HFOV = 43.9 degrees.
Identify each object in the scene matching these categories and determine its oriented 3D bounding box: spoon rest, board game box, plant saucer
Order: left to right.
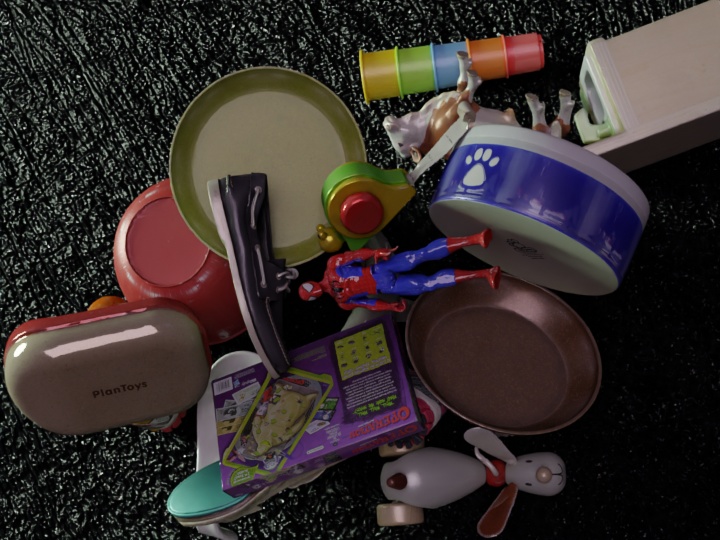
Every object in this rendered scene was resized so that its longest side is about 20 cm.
[{"bbox_3d":[-0.138,0.186,0.950,0.098,0.061,0.202,8,84,21],"label":"spoon rest"},{"bbox_3d":[-0.092,-0.103,0.906,0.198,0.031,0.202,0,93,-6],"label":"plant saucer"},{"bbox_3d":[-0.046,0.129,0.858,0.198,0.032,0.121,-21,50,11],"label":"board game box"},{"bbox_3d":[0.139,0.086,0.891,0.198,0.037,0.202,6,46,-7],"label":"plant saucer"}]

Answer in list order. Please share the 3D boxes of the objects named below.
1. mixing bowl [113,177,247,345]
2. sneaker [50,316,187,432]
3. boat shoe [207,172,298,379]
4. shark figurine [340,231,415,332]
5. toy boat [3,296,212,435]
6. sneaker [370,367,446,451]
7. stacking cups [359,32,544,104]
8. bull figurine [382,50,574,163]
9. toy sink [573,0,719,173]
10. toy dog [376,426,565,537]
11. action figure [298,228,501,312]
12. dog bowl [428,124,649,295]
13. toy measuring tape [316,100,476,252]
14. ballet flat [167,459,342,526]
[{"bbox_3d":[-0.189,-0.022,0.971,0.198,0.108,0.202,-1,82,9],"label":"mixing bowl"},{"bbox_3d":[-0.283,0.107,0.979,0.199,0.082,0.078,27,86,13],"label":"sneaker"},{"bbox_3d":[-0.092,0.002,0.860,0.062,0.073,0.202,-17,89,-4],"label":"boat shoe"},{"bbox_3d":[0.008,-0.018,0.940,0.127,0.090,0.216,-11,63,-10],"label":"shark figurine"},{"bbox_3d":[-0.254,0.077,0.903,0.198,0.131,0.131,-11,37,-9],"label":"toy boat"},{"bbox_3d":[-0.002,0.129,0.927,0.198,0.075,0.081,12,118,31],"label":"sneaker"},{"bbox_3d":[0.099,-0.229,0.982,0.198,0.061,0.061,-9,80,4],"label":"stacking cups"},{"bbox_3d":[0.126,-0.153,0.945,0.198,0.065,0.122,20,127,5],"label":"bull figurine"},{"bbox_3d":[0.286,-0.176,0.900,0.198,0.130,0.113,-21,78,7],"label":"toy sink"},{"bbox_3d":[0.098,0.202,0.890,0.199,0.096,0.133,-25,78,5],"label":"toy dog"},{"bbox_3d":[0.030,0.005,0.855,0.198,0.052,0.066,-10,111,23],"label":"action figure"},{"bbox_3d":[0.169,-0.054,0.861,0.199,0.200,0.079,22,78,12],"label":"dog bowl"},{"bbox_3d":[0.021,-0.095,0.851,0.074,0.073,0.200,48,109,13],"label":"toy measuring tape"},{"bbox_3d":[-0.095,0.208,0.886,0.199,0.063,0.068,-28,40,5],"label":"ballet flat"}]
